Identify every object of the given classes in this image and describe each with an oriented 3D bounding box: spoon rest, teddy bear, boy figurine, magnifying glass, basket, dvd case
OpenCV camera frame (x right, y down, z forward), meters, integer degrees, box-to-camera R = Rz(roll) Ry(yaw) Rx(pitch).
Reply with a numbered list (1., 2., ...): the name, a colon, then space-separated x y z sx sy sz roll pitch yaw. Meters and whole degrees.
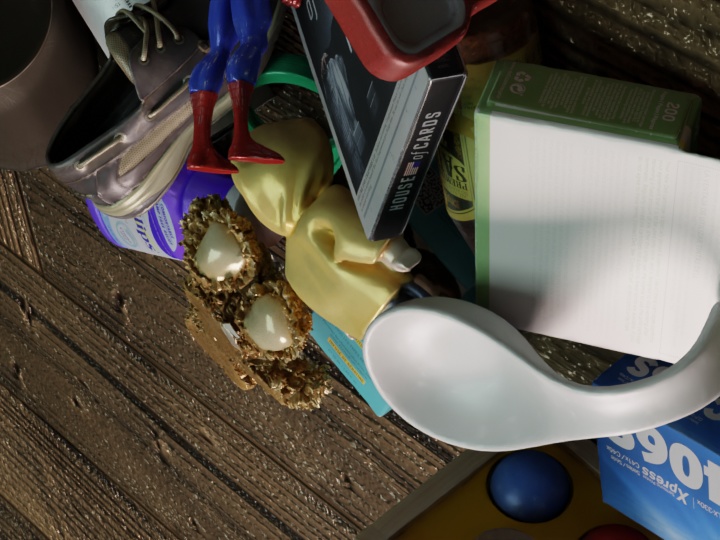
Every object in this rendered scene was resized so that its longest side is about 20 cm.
1. spoon rest: 0.088 0.052 0.965 0.199 0.061 0.100 -5 127 32
2. teddy bear: -0.066 0.017 1.210 0.145 0.067 0.200 45 166 19
3. boy figurine: 0.000 0.000 1.093 0.200 0.064 0.124 51 156 14
4. magnifying glass: -0.036 -0.064 1.213 0.079 0.022 0.201 10 144 10
5. basket: -0.252 -0.160 1.283 0.200 0.135 0.181 174 71 -85
6. dvd case: 0.000 -0.139 1.007 0.151 0.025 0.201 111 145 -58

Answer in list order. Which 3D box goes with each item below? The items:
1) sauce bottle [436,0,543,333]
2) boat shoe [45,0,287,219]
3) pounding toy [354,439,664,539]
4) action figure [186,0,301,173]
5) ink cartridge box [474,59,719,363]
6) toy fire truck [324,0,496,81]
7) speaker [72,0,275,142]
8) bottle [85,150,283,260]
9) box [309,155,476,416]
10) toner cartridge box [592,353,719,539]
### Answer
1. sauce bottle: 0.073 -0.055 1.023 0.066 0.066 0.201 27 139 43
2. boat shoe: -0.114 -0.120 1.135 0.073 0.201 0.075 22 -163 -44
3. pounding toy: 0.096 0.196 1.111 0.184 0.200 0.143 40 148 28
4. action figure: -0.066 -0.156 1.071 0.065 0.051 0.202 -9 80 52
5. ink cartridge box: 0.154 -0.017 0.939 0.199 0.048 0.146 12 136 15
6. toy fire truck: 0.020 -0.203 0.835 0.201 0.168 0.112 58 152 -5
7. speaker: -0.137 -0.171 1.220 0.201 0.081 0.081 58 153 -5
8. bottle: -0.122 -0.048 1.344 0.199 0.065 0.084 13 126 53
9. box: 0.029 0.012 1.184 0.082 0.049 0.200 50 152 12
10. toner cartridge box: 0.211 0.124 1.017 0.200 0.043 0.095 30 144 41
